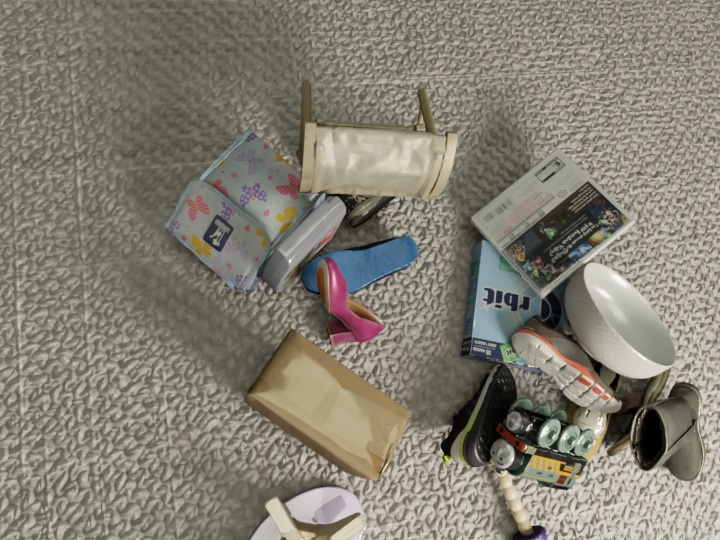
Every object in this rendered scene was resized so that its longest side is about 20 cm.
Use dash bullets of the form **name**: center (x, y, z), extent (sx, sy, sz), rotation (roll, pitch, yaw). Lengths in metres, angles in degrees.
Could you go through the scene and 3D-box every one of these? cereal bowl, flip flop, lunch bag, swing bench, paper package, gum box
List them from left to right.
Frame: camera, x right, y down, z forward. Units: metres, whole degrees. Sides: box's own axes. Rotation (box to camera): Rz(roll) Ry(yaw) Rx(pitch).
- **lunch bag**: center (-0.177, -0.086, 0.854), extent (0.169, 0.127, 0.200), rotation (41, 76, 6)
- **paper package**: center (-0.056, 0.194, 0.772), extent (0.199, 0.191, 0.104), rotation (35, 68, -2)
- **swing bench**: center (0.011, -0.176, 0.785), extent (0.196, 0.131, 0.201), rotation (2, 34, -9)
- **gum box**: center (0.270, 0.064, 0.946), extent (0.168, 0.045, 0.202), rotation (12, 73, -9)
- **cereal bowl**: center (0.404, 0.090, 0.882), extent (0.199, 0.083, 0.201), rotation (24, 39, -21)
- **flip flop**: center (0.466, 0.229, 0.933), extent (0.057, 0.081, 0.201), rotation (30, 72, 21)

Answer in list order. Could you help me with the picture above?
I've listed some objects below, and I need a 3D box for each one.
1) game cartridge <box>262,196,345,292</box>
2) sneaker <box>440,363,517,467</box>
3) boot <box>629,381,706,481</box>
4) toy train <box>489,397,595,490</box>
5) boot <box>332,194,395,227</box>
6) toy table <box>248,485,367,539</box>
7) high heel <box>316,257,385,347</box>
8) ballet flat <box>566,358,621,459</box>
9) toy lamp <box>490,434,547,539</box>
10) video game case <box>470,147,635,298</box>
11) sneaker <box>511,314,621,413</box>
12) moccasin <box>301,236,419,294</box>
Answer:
- **game cartridge**: center (-0.090, -0.029, 0.816), extent (0.133, 0.200, 0.041), rotation (-43, 89, -17)
- **sneaker**: center (0.183, 0.225, 0.875), extent (0.200, 0.082, 0.072), rotation (-47, 113, -41)
- **boot**: center (0.488, 0.276, 0.862), extent (0.199, 0.072, 0.184), rotation (-11, 95, -51)
- **toy train**: center (0.279, 0.270, 0.834), extent (0.199, 0.085, 0.115), rotation (23, 95, -36)
- **boot**: center (0.013, -0.189, 0.945), extent (0.203, 0.074, 0.154), rotation (-41, 84, -19)
- **toy table**: center (-0.078, 0.388, 0.759), extent (0.200, 0.117, 0.184), rotation (-43, 87, -17)
- **high heel**: center (-0.010, 0.045, 0.825), extent (0.095, 0.201, 0.068), rotation (-16, 44, -10)
- **ballet flat**: center (0.393, 0.218, 0.920), extent (0.068, 0.063, 0.202), rotation (19, 70, 17)
- **toy lamp**: center (0.240, 0.362, 0.860), extent (0.058, 0.058, 0.202), rotation (-22, 80, -15)
- **video game case**: center (0.320, -0.083, 0.922), extent (0.199, 0.023, 0.182), rotation (-38, 69, -2)
- **sneaker**: center (0.343, 0.144, 0.879), extent (0.200, 0.077, 0.082), rotation (40, 60, 4)
- **moccasin**: center (0.000, 0.000, 0.899), extent (0.198, 0.068, 0.081), rotation (-12, 86, -13)
